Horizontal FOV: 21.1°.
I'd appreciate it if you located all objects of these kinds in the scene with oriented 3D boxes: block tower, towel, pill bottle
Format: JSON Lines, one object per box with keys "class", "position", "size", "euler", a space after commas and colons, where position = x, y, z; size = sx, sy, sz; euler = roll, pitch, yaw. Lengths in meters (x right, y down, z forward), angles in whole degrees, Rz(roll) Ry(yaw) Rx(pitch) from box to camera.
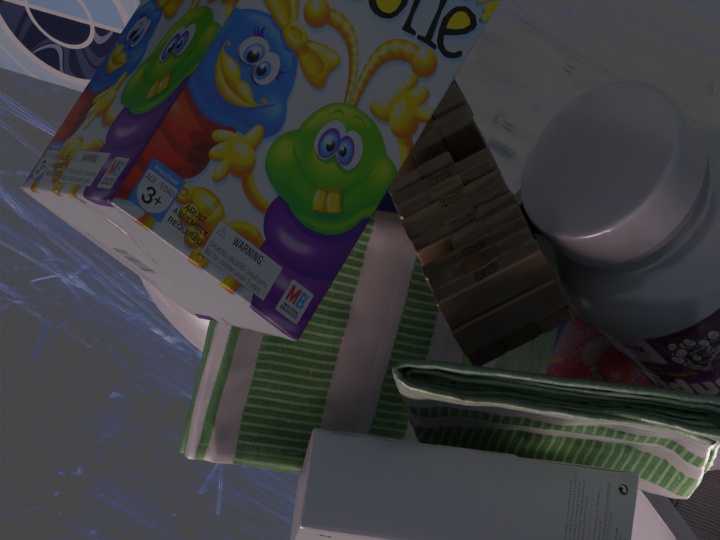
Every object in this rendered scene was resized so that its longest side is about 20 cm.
{"class": "block tower", "position": [0.045, -0.035, 0.932], "size": [0.054, 0.057, 0.201], "euler": [60, -173, -36]}
{"class": "towel", "position": [0.012, 0.044, 1.035], "size": [0.198, 0.154, 0.023], "euler": [8, -166, -22]}
{"class": "pill bottle", "position": [0.161, 0.000, 0.913], "size": [0.112, 0.113, 0.200], "euler": [17, 162, 48]}
{"class": "towel", "position": [0.095, 0.077, 0.908], "size": [0.151, 0.024, 0.200], "euler": [8, 168, 6]}

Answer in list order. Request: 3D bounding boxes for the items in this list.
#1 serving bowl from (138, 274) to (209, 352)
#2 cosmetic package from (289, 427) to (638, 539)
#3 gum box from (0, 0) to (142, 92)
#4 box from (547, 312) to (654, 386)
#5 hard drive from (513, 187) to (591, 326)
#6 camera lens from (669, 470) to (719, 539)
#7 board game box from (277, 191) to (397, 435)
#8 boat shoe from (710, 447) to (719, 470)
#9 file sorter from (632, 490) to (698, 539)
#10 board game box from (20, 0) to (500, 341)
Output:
{"class": "serving bowl", "position": [-0.092, 0.008, 1.268], "size": [0.200, 0.066, 0.200], "euler": [45, -171, -9]}
{"class": "cosmetic package", "position": [0.042, 0.124, 0.949], "size": [0.149, 0.052, 0.200], "euler": [10, 167, -1]}
{"class": "gum box", "position": [-0.141, -0.164, 0.936], "size": [0.199, 0.045, 0.171], "euler": [17, 139, 22]}
{"class": "box", "position": [0.095, 0.037, 1.266], "size": [0.199, 0.096, 0.100], "euler": [31, 167, -4]}
{"class": "hard drive", "position": [0.148, -0.003, 1.126], "size": [0.139, 0.033, 0.200], "euler": [31, 168, -2]}
{"class": "camera lens", "position": [0.297, 0.193, 1.257], "size": [0.199, 0.161, 0.160], "euler": [16, 162, 49]}
{"class": "board game box", "position": [0.000, 0.000, 1.058], "size": [0.045, 0.134, 0.201], "euler": [35, 151, 62]}
{"class": "boat shoe", "position": [0.233, 0.078, 1.085], "size": [0.064, 0.075, 0.202], "euler": [8, 179, 27]}
{"class": "file sorter", "position": [0.134, 0.206, 1.205], "size": [0.201, 0.124, 0.139], "euler": [53, 154, -9]}
{"class": "board game box", "position": [-0.034, -0.087, 0.815], "size": [0.105, 0.201, 0.103], "euler": [37, 166, -27]}
